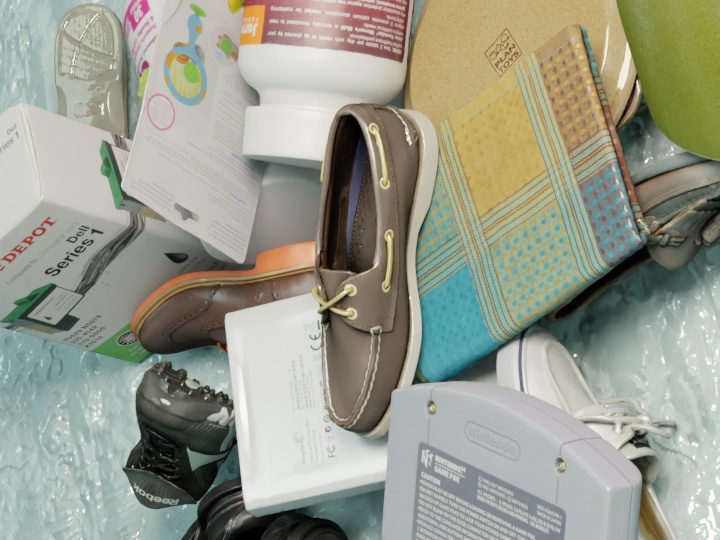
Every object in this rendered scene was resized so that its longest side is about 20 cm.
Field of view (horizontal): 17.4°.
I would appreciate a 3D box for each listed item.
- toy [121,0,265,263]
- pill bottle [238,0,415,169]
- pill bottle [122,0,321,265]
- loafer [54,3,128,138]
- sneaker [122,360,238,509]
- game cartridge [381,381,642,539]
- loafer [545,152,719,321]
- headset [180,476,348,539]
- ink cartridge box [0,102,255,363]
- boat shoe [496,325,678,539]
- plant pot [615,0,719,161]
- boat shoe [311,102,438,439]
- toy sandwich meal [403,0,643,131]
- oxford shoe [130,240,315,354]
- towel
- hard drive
[{"bbox_3d":[-0.105,-0.117,1.510,0.047,0.115,0.202,-6,63,41],"label":"toy"},{"bbox_3d":[-0.020,-0.167,1.489,0.109,0.109,0.202,6,89,46],"label":"pill bottle"},{"bbox_3d":[-0.089,-0.112,1.614,0.113,0.113,0.201,-40,53,30],"label":"pill bottle"},{"bbox_3d":[-0.201,-0.097,1.774,0.071,0.063,0.202,3,82,12],"label":"loafer"},{"bbox_3d":[-0.118,0.115,1.532,0.066,0.200,0.091,28,85,7],"label":"sneaker"},{"bbox_3d":[0.084,0.137,1.338,0.199,0.041,0.134,22,108,52],"label":"game cartridge"},{"bbox_3d":[0.172,-0.022,1.354,0.199,0.071,0.063,-22,71,49],"label":"loafer"},{"bbox_3d":[-0.061,0.170,1.518,0.123,0.094,0.201,33,86,45],"label":"headset"},{"bbox_3d":[-0.195,-0.022,1.633,0.146,0.199,0.085,-38,54,32],"label":"ink cartridge box"},{"bbox_3d":[0.146,0.108,1.343,0.086,0.074,0.203,-38,57,32],"label":"boat shoe"},{"bbox_3d":[0.201,-0.194,1.239,0.186,0.200,0.188,-21,38,17],"label":"plant pot"},{"bbox_3d":[0.000,0.000,1.414,0.072,0.059,0.202,9,91,47],"label":"boat shoe"},{"bbox_3d":[0.106,-0.125,1.454,0.204,0.070,0.207,-15,69,42],"label":"toy sandwich meal"},{"bbox_3d":[-0.082,0.037,1.598,0.199,0.071,0.073,-19,71,41],"label":"oxford shoe"},{"bbox_3d":[0.083,-0.035,1.384,0.200,0.022,0.148,-36,60,42],"label":"towel"},{"bbox_3d":[0.017,0.068,1.459,0.198,0.026,0.133,-14,67,14],"label":"hard drive"}]
